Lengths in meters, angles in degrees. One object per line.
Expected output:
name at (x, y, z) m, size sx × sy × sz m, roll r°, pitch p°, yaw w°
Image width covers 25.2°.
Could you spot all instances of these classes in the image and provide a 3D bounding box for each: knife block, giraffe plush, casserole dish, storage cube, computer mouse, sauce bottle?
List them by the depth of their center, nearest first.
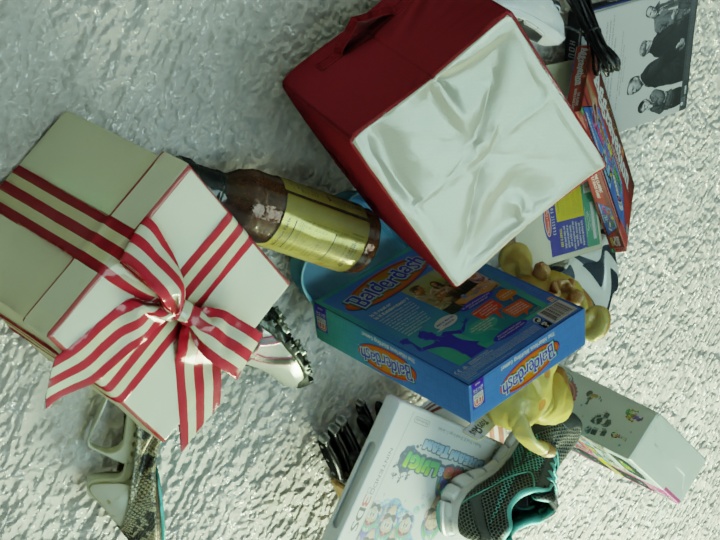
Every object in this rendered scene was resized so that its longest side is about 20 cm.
storage cube at (0.067, -0.126, 1.370) m, size 0.171 × 0.180 × 0.200 m, roll -38°, pitch 120°, yaw -3°
sauce bottle at (-0.077, -0.051, 1.382) m, size 0.200 × 0.066 × 0.066 m, roll 20°, pitch 95°, yaw -31°
casserole dish at (0.000, 0.000, 1.530) m, size 0.121 × 0.039 × 0.200 m, roll -55°, pitch 138°, yaw -9°
computer mouse at (0.174, -0.252, 1.544) m, size 0.200 × 0.044 × 0.110 m, roll 6°, pitch 64°, yaw -44°
giraffe plush at (0.161, 0.063, 1.560) m, size 0.162 × 0.172 × 0.200 m, roll -62°, pitch -177°, yaw 20°
knife block at (0.012, 0.231, 1.642) m, size 0.175 × 0.064 × 0.200 m, roll 5°, pitch 107°, yaw -46°

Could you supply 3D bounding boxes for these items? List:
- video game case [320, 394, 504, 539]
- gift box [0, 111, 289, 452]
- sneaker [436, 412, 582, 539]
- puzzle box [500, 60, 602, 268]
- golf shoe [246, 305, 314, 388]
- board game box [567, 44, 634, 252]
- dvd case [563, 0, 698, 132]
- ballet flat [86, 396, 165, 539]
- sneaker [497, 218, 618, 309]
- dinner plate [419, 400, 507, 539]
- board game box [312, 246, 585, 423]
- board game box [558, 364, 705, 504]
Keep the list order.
video game case at (0.051, 0.230, 1.576) m, size 0.200 × 0.024 × 0.182 m, roll 28°, pitch 86°, yaw -50°
gift box at (-0.185, 0.020, 1.235) m, size 0.200 × 0.187 × 0.185 m, roll -56°, pitch 138°, yaw -10°
sneaker at (0.169, 0.215, 1.610) m, size 0.200 × 0.091 × 0.078 m, roll -38°, pitch 133°, yaw -31°
puzzle box at (0.181, -0.106, 1.624) m, size 0.133 × 0.025 × 0.200 m, roll -14°, pitch 99°, yaw -42°
golf shoe at (-0.113, 0.051, 1.428) m, size 0.088 × 0.077 × 0.200 m, roll -37°, pitch 134°, yaw 0°
board game box at (0.249, -0.124, 1.663) m, size 0.200 × 0.019 × 0.103 m, roll 64°, pitch 29°, yaw -41°
dvd case at (0.289, -0.223, 1.726) m, size 0.200 × 0.025 × 0.151 m, roll -20°, pitch 123°, yaw -38°
ballet flat at (-0.201, 0.157, 1.392) m, size 0.075 × 0.068 × 0.200 m, roll 1°, pitch 104°, yaw -23°
sneaker at (0.215, 0.029, 1.736) m, size 0.199 × 0.079 × 0.130 m, roll -47°, pitch 129°, yaw -33°
dinner plate at (0.076, 0.208, 1.630) m, size 0.200 × 0.024 × 0.200 m, roll -23°, pitch 123°, yaw -40°
board game box at (0.079, 0.048, 1.456) m, size 0.152 × 0.200 × 0.045 m, roll -30°, pitch 130°, yaw -32°
board game box at (0.257, 0.167, 1.759) m, size 0.064 × 0.200 × 0.148 m, roll -57°, pitch 138°, yaw -8°
